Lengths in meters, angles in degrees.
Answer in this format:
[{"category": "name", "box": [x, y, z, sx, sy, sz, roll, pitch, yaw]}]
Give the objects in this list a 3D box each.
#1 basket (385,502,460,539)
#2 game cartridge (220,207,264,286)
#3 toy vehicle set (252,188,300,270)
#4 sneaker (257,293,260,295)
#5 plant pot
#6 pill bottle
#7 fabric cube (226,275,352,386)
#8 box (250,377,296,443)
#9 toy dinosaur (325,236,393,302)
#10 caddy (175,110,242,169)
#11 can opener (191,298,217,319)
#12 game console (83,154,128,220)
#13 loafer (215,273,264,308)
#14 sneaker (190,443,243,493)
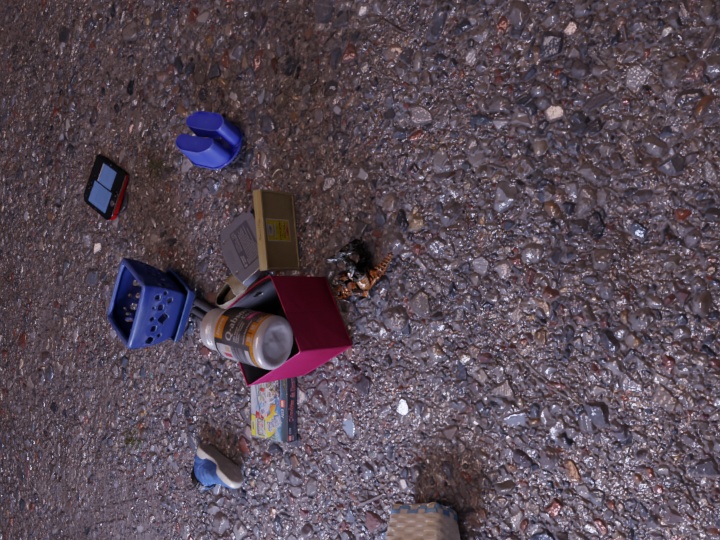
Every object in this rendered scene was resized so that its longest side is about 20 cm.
[{"category": "basket", "box": [0.132, 0.594, 1.311, 0.175, 0.139, 0.202, -14, 51, 36]}, {"category": "game cartridge", "box": [-0.303, -0.059, 1.678, 0.133, 0.040, 0.201, -37, 54, 9]}, {"category": "toy vehicle set", "box": [-0.211, -0.100, 1.596, 0.026, 0.124, 0.203, -9, 84, 35]}, {"category": "sneaker", "box": [-0.269, 0.153, 1.678, 0.090, 0.075, 0.202, -31, 63, 39]}, {"category": "plant pot", "box": [-0.606, 0.097, 1.840, 0.199, 0.179, 0.202, 33, 108, 43]}, {"category": "pill bottle", "box": [-0.254, 0.143, 1.386, 0.198, 0.116, 0.118, 8, 94, 35]}, {"category": "fabric cube", "box": [-0.176, 0.140, 1.522, 0.196, 0.198, 0.202, -35, 70, 32]}, {"category": "box", "box": [-0.229, 0.342, 1.657, 0.135, 0.038, 0.203, -1, 89, 37]}, {"category": "toy dinosaur", "box": [0.000, 0.000, 1.474, 0.199, 0.102, 0.137, -31, 95, 17]}, {"category": "caddy", "box": [-0.421, -0.361, 1.770, 0.199, 0.105, 0.143, 17, 77, 36]}, {"category": "can opener", "box": [-0.419, 0.132, 1.789, 0.199, 0.066, 0.053, 26, 103, 39]}, {"category": "game console", "box": [-0.870, -0.282, 2.146, 0.199, 0.031, 0.179, 32, 108, 32]}, {"category": "loafer", "box": [-0.327, 0.035, 1.713, 0.076, 0.067, 0.201, 42, 111, 29]}, {"category": "sneaker", "box": [-0.406, 0.582, 1.759, 0.199, 0.076, 0.112, 24, 97, 39]}]
